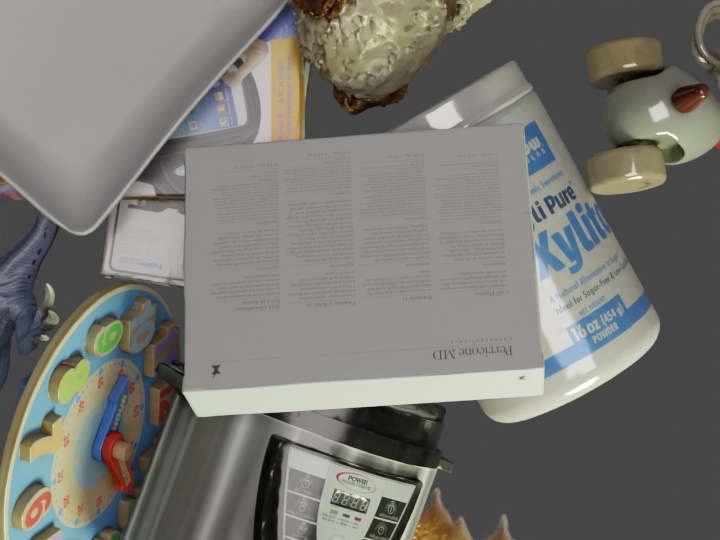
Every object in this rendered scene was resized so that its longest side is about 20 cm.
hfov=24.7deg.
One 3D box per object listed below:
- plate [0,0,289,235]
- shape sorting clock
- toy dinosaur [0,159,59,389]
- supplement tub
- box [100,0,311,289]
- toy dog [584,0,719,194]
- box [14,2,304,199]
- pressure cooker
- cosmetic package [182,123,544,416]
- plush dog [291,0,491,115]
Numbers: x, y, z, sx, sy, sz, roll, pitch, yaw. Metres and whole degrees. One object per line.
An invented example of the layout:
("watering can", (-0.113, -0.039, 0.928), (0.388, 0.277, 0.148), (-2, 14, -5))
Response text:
("plate", (-0.174, -0.149, 0.973), (0.199, 0.032, 0.200), (38, 80, 5))
("shape sorting clock", (-0.159, 0.105, 1.000), (0.039, 0.200, 0.201), (13, 90, 16))
("toy dinosaur", (-0.240, 0.022, 0.998), (0.105, 0.200, 0.182), (34, 77, -8))
("supplement tub", (0.092, -0.017, 1.052), (0.132, 0.132, 0.200), (-30, 95, -5))
("box", (-0.097, -0.086, 1.065), (0.116, 0.060, 0.201), (7, 90, -6))
("toy dog", (0.230, -0.102, 1.047), (0.200, 0.096, 0.132), (-24, 97, -34))
("box", (-0.134, -0.103, 1.011), (0.199, 0.041, 0.119), (0, 91, -3))
("pressure cooker", (-0.045, 0.122, 1.019), (0.178, 0.176, 0.200), (20, 88, 17))
("cosmetic package", (0.000, 0.000, 0.937), (0.199, 0.052, 0.151), (-4, 65, 4))
("plush dog", (0.027, -0.178, 0.983), (0.160, 0.200, 0.172), (24, 68, 30))
